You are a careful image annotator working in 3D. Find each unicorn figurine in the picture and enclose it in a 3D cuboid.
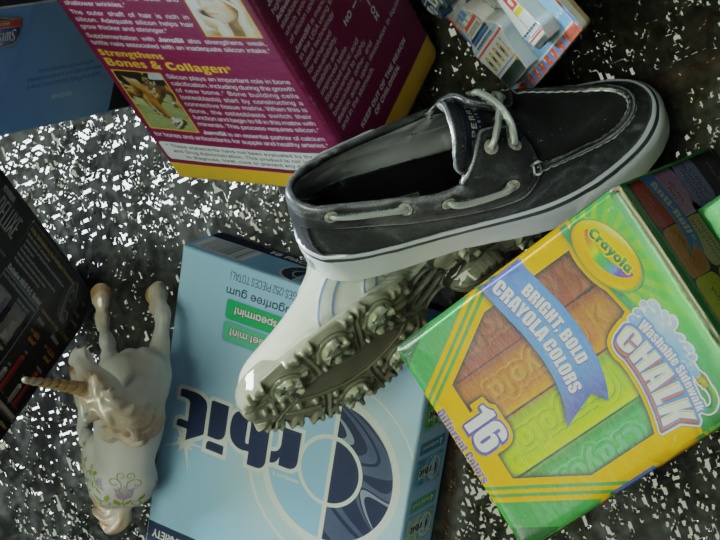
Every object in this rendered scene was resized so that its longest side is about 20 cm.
[{"bbox_3d":[-0.137,0.073,1.284,0.073,0.138,0.201,-8,135,-1],"label":"unicorn figurine"}]

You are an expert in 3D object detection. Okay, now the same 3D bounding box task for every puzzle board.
[{"bbox_3d":[0.042,-0.154,1.107,0.017,0.200,0.151,-40,89,-6],"label":"puzzle board"}]

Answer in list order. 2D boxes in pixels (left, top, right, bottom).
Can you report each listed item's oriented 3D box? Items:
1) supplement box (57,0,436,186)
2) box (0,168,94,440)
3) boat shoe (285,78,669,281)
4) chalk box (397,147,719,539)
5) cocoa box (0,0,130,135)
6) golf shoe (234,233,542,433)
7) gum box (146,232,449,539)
[{"bbox_3d":[-0.066,-0.142,1.166,0.130,0.104,0.200,8,148,31],"label":"supplement box"},{"bbox_3d":[-0.238,0.030,1.283,0.050,0.200,0.158,28,75,23],"label":"box"},{"bbox_3d":[0.058,-0.058,1.136,0.198,0.068,0.072,-17,54,2],"label":"boat shoe"},{"bbox_3d":[0.144,0.027,1.124,0.200,0.124,0.125,-39,80,32],"label":"chalk box"},{"bbox_3d":[-0.205,-0.157,1.252,0.133,0.200,0.132,19,110,27],"label":"cocoa box"},{"bbox_3d":[0.000,0.000,1.201,0.200,0.078,0.097,-40,60,-13],"label":"golf shoe"},{"bbox_3d":[-0.035,0.099,1.296,0.169,0.044,0.202,18,110,27],"label":"gum box"}]
